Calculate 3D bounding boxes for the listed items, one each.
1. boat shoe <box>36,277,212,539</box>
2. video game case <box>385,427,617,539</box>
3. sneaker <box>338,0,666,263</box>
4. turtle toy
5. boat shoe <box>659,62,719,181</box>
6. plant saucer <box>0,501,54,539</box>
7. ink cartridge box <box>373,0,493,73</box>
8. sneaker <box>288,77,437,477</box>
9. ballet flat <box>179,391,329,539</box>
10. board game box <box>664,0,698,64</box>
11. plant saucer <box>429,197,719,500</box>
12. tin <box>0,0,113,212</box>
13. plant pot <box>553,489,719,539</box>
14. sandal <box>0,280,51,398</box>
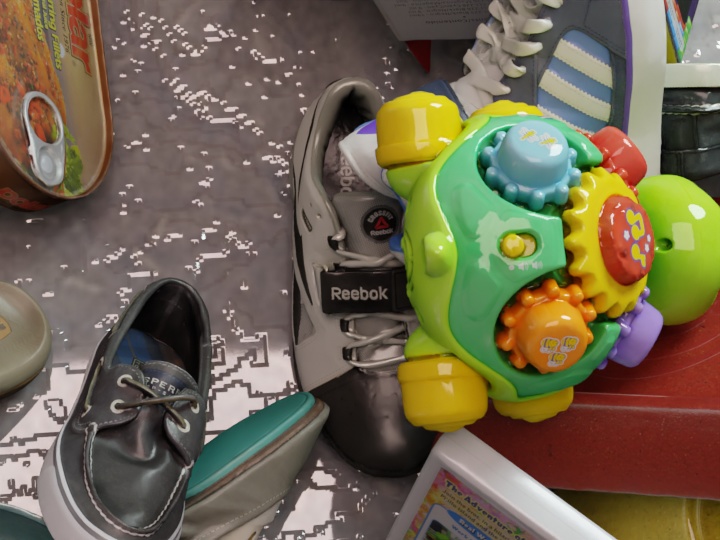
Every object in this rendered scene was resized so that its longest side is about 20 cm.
[{"bbox_3d":[-0.099,0.067,1.392,0.070,0.066,0.200,26,27,-7],"label":"boat shoe"},{"bbox_3d":[0.098,0.172,1.370,0.200,0.182,0.024,36,60,8],"label":"video game case"},{"bbox_3d":[0.061,-0.087,1.393,0.146,0.201,0.081,-11,30,-11],"label":"sneaker"},{"bbox_3d":[0.089,-0.008,1.315,0.101,0.200,0.147,-8,86,34],"label":"turtle toy"},{"bbox_3d":[0.203,-0.065,1.478,0.074,0.199,0.066,1,90,31],"label":"boat shoe"},{"bbox_3d":[-0.187,0.194,1.379,0.199,0.036,0.201,0,104,-1],"label":"plant saucer"},{"bbox_3d":[0.053,-0.222,1.488,0.083,0.176,0.201,-1,68,17],"label":"ink cartridge box"},{"bbox_3d":[0.000,0.000,1.470,0.074,0.089,0.201,-9,74,-8],"label":"sneaker"},{"bbox_3d":[-0.092,0.132,1.439,0.200,0.067,0.064,-31,104,-13],"label":"ballet flat"},{"bbox_3d":[0.123,-0.225,1.469,0.056,0.201,0.166,-5,36,20],"label":"board game box"},{"bbox_3d":[0.149,0.026,1.405,0.199,0.037,0.200,1,39,38],"label":"plant saucer"},{"bbox_3d":[-0.173,-0.125,1.489,0.042,0.112,0.201,-20,68,32],"label":"tin"},{"bbox_3d":[0.188,0.133,1.410,0.199,0.142,0.201,1,71,-4],"label":"plant pot"},{"bbox_3d":[-0.210,0.042,1.404,0.080,0.054,0.200,49,38,9],"label":"sandal"}]
